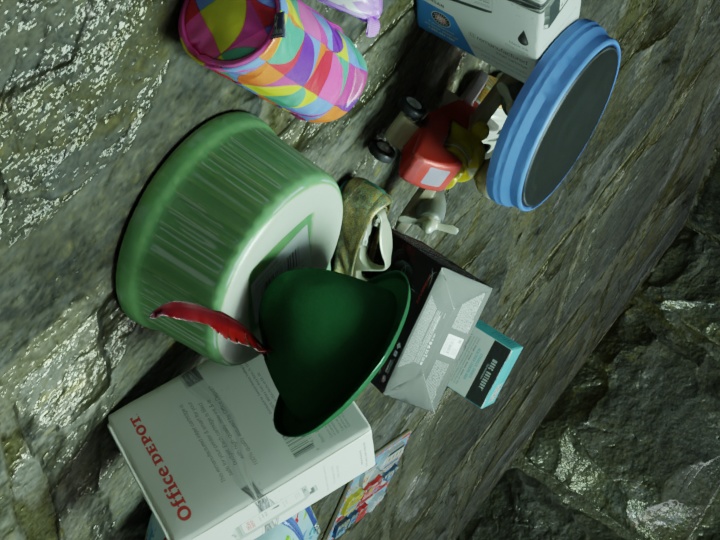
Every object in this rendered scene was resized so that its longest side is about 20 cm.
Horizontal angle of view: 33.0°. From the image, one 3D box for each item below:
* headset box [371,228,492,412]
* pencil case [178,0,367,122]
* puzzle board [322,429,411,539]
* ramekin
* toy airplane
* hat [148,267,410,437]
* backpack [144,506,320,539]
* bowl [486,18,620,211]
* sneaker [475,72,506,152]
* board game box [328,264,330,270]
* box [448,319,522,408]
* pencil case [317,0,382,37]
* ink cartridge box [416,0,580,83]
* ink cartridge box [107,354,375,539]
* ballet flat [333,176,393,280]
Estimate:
[{"bbox_3d":[0.044,0.044,1.356,0.077,0.200,0.150,22,99,-29],"label":"headset box"},{"bbox_3d":[-0.060,-0.170,0.920,0.089,0.088,0.200,-60,162,4],"label":"pencil case"},{"bbox_3d":[0.015,0.351,1.975,0.199,0.017,0.152,-23,139,-61],"label":"puzzle board"},{"bbox_3d":[-0.101,-0.020,1.012,0.200,0.097,0.201,-49,158,-27],"label":"ramekin"},{"bbox_3d":[0.112,-0.132,1.308,0.199,0.141,0.200,-46,170,-14],"label":"toy airplane"},{"bbox_3d":[-0.073,0.019,0.966,0.167,0.175,0.200,-56,-162,-14],"label":"hat"},{"bbox_3d":[-0.136,0.293,1.283,0.201,0.180,0.149,79,23,-58],"label":"backpack"},{"bbox_3d":[0.196,-0.149,1.213,0.201,0.039,0.202,-48,159,-26],"label":"bowl"},{"bbox_3d":[0.164,-0.189,1.491,0.088,0.076,0.199,-51,160,22],"label":"sneaker"},{"bbox_3d":[-0.071,0.053,1.222,0.135,0.029,0.202,-50,149,-41],"label":"board game box"},{"bbox_3d":[0.092,0.078,1.481,0.083,0.199,0.049,-63,160,14],"label":"box"},{"bbox_3d":[0.017,-0.290,0.928,0.202,0.085,0.084,-64,171,18],"label":"pencil case"},{"bbox_3d":[0.127,-0.285,1.117,0.084,0.144,0.201,-50,159,-20],"label":"ink cartridge box"},{"bbox_3d":[-0.106,0.154,1.096,0.198,0.147,0.083,-29,150,-13],"label":"ink cartridge box"},{"bbox_3d":[0.000,0.000,1.294,0.071,0.070,0.202,-33,138,-51],"label":"ballet flat"}]
